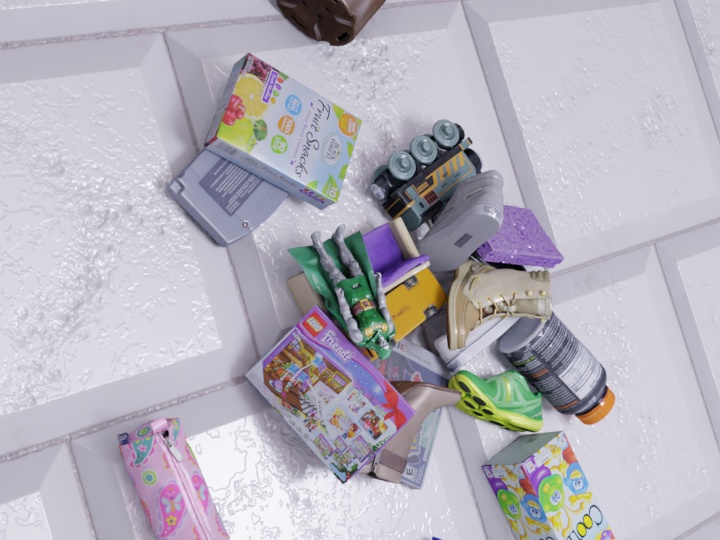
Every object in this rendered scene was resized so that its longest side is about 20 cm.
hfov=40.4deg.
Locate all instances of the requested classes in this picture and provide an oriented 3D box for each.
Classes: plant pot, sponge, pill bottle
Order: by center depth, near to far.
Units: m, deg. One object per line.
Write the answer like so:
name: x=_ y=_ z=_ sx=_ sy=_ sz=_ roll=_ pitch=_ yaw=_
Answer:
plant pot: x=-0.023 y=-0.462 z=1.469 sx=0.200 sy=0.200 sz=0.199 roll=40 pitch=69 yaw=-17
sponge: x=0.238 y=-0.060 z=1.568 sx=0.199 sy=0.030 sz=0.112 roll=5 pitch=48 yaw=-46
pill bottle: x=0.324 y=0.159 z=1.577 sx=0.200 sy=0.106 sz=0.107 roll=46 pitch=60 yaw=-15

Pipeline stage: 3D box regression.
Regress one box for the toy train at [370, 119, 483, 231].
toy train: x=0.106 y=-0.150 z=1.522 sx=0.199 sy=0.085 sz=0.114 roll=-38 pitch=91 yaw=-30

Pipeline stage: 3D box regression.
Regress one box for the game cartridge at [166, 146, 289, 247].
game cartridge: x=-0.167 y=-0.134 z=1.387 sx=0.133 sy=0.041 sz=0.201 roll=45 pitch=60 yaw=-11

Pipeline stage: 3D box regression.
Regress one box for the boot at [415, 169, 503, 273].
boot: x=0.150 y=-0.073 z=1.479 sx=0.073 sy=0.199 sz=0.096 roll=31 pitch=52 yaw=-22

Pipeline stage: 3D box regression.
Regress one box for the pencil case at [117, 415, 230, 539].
pencil case: x=-0.229 y=0.281 z=1.222 sx=0.087 sy=0.087 sz=0.202 roll=-23 pitch=92 yaw=-33

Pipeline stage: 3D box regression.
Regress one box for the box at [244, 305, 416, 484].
box: x=-0.040 y=0.166 z=1.321 sx=0.137 sy=0.039 sz=0.200 roll=-43 pitch=82 yaw=0

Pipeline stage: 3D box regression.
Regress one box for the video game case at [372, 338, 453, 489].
video game case: x=0.043 y=0.195 z=1.445 sx=0.181 sy=0.023 sz=0.202 roll=29 pitch=65 yaw=-23

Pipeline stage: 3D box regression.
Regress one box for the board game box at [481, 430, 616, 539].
board game box: x=0.292 y=0.364 z=1.509 sx=0.102 sy=0.105 sz=0.202 roll=-28 pitch=93 yaw=-32

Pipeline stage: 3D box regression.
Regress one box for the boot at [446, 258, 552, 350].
boot: x=0.209 y=0.055 z=1.466 sx=0.201 sy=0.153 sz=0.074 roll=-66 pitch=160 yaw=-57

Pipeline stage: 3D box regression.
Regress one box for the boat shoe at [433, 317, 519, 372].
boat shoe: x=0.191 y=0.083 z=1.533 sx=0.066 sy=0.074 sz=0.199 roll=51 pitch=46 yaw=7

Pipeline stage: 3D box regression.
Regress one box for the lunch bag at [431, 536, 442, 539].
lunch bag: x=0.139 y=0.474 z=1.410 sx=0.198 sy=0.075 sz=0.162 roll=21 pitch=66 yaw=-27

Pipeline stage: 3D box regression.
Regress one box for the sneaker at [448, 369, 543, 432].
sneaker: x=0.210 y=0.191 z=1.523 sx=0.199 sy=0.074 sz=0.085 roll=28 pitch=62 yaw=-35

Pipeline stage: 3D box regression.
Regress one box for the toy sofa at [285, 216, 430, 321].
toy sofa: x=0.000 y=0.000 z=1.421 sx=0.199 sy=0.097 sz=0.084 roll=-31 pitch=95 yaw=-32

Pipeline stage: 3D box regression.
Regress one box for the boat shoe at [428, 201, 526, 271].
boat shoe: x=0.190 y=-0.048 z=1.568 sx=0.200 sy=0.063 sz=0.073 roll=44 pitch=62 yaw=-14

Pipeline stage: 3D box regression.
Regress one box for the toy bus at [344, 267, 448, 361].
toy bus: x=0.047 y=0.066 z=1.421 sx=0.199 sy=0.078 sz=0.065 roll=-35 pitch=90 yaw=-44

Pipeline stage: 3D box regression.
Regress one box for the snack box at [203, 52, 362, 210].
snack box: x=-0.106 y=-0.195 z=1.387 sx=0.199 sy=0.053 sz=0.144 roll=28 pitch=67 yaw=-24

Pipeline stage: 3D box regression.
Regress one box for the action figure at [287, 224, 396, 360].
action figure: x=-0.006 y=0.033 z=1.326 sx=0.117 sy=0.055 sz=0.201 roll=-18 pitch=66 yaw=-23

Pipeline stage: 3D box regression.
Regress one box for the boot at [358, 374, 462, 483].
boot: x=0.055 y=0.229 z=1.399 sx=0.198 sy=0.070 sz=0.148 roll=13 pitch=78 yaw=-28
